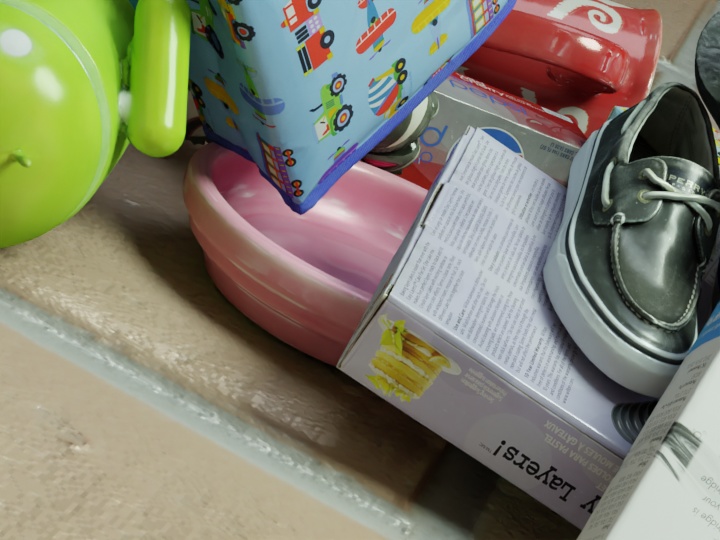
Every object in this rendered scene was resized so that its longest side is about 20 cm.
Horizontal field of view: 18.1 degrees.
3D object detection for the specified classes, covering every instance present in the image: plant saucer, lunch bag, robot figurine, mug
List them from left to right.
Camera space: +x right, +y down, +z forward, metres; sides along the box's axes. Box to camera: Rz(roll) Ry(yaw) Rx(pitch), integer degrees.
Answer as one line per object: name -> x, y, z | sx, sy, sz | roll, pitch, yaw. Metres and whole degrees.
robot figurine -> -0.162, -0.080, 1.038 | 0.174, 0.116, 0.200 | 2, 20, 8
plant saucer -> 0.000, 0.000, 1.135 | 0.199, 0.051, 0.201 | 20, 19, -7
lunch bag -> 0.008, -0.152, 1.096 | 0.200, 0.151, 0.094 | -34, 48, -18
mug -> 0.089, -0.154, 1.484 | 0.199, 0.178, 0.134 | 20, 57, -7

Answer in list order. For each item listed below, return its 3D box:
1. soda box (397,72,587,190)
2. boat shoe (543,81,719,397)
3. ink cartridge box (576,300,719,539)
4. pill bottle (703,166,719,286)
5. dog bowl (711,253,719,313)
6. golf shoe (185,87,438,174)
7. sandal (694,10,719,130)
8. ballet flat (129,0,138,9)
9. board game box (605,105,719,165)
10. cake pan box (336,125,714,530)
soda box -> 0.039, -0.087, 1.380 | 0.199, 0.070, 0.063 | 20, 20, -19
boat shoe -> 0.130, -0.025, 1.033 | 0.072, 0.071, 0.201 | 26, 33, -15
ink cartridge box -> 0.156, 0.112, 0.914 | 0.116, 0.201, 0.068 | 34, -15, -1
pill bottle -> 0.251, 0.037, 1.173 | 0.114, 0.115, 0.200 | 1, 39, -50
dog bowl -> 0.268, 0.001, 1.052 | 0.199, 0.079, 0.201 | 3, 37, -2
golf shoe -> -0.057, -0.112, 1.225 | 0.199, 0.078, 0.088 | 10, -16, 13
sandal -> 0.200, -0.075, 1.039 | 0.075, 0.048, 0.201 | 3, 37, -2
ballet flat -> -0.179, -0.134, 1.168 | 0.199, 0.068, 0.064 | -12, 33, -30
board game box -> 0.225, -0.002, 1.350 | 0.105, 0.103, 0.200 | 2, 31, -50
cake pan box -> 0.097, 0.032, 1.041 | 0.184, 0.052, 0.200 | 34, 30, -4
